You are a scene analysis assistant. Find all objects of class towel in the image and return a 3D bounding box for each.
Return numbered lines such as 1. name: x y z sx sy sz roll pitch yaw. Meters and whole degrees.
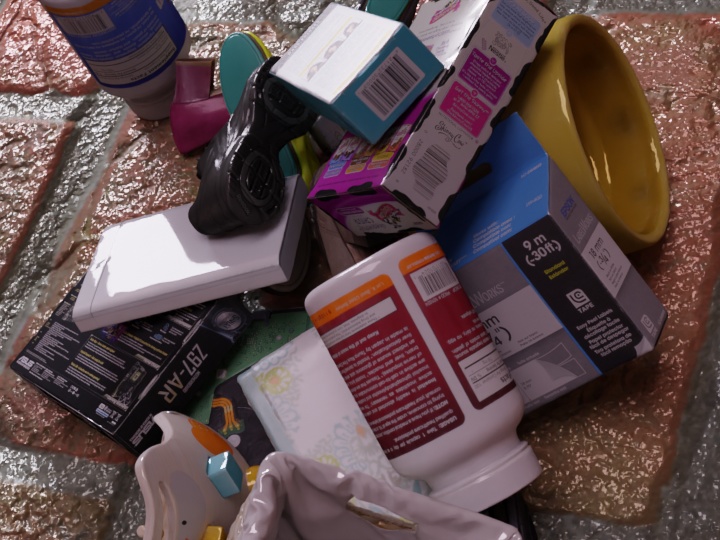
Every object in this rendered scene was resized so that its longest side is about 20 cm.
1. towel: 0.018 0.125 1.203 0.171 0.048 0.200 -31 75 -2

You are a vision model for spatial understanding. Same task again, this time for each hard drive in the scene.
1. hard drive: -0.099 0.128 1.295 0.139 0.038 0.201 -7 56 18
2. hard drive: -0.149 -0.016 1.321 0.199 0.027 0.132 -14 36 18

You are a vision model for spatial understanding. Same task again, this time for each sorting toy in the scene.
1. sorting toy: -0.144 0.209 1.136 0.106 0.180 0.201 8 83 15

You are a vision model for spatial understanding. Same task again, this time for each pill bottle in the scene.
1. pill bottle: -0.239 -0.246 1.507 0.112 0.200 0.112 -11 54 16
2. pill bottle: 0.051 0.082 1.119 0.113 0.113 0.200 -28 87 1

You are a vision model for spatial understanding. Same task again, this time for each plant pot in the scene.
1. plant pot: 0.135 -0.090 1.264 0.188 0.201 0.201 -19 50 29

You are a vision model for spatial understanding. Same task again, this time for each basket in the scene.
1. basket: -0.014 0.261 1.042 0.198 0.161 0.201 19 61 -10

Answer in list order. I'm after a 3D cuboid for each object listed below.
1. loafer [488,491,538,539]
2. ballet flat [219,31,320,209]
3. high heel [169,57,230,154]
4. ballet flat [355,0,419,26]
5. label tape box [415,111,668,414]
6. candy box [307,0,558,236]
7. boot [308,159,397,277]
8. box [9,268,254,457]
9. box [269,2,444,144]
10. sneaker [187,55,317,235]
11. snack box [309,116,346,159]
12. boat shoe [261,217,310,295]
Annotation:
1. loafer: 0.109 0.255 1.103 0.063 0.072 0.201 -19 55 14
2. ballet flat: -0.080 -0.139 1.423 0.067 0.067 0.200 -39 57 28
3. high heel: -0.092 -0.162 1.502 0.199 0.096 0.067 4 15 10
4. ballet flat: 0.008 -0.220 1.451 0.073 0.073 0.200 2 37 23
5. label tape box: 0.120 0.001 1.164 0.144 0.200 0.063 -32 11 36
6. candy box: 0.055 -0.126 1.165 0.200 0.061 0.136 -60 22 -14
7. boot: 0.000 0.000 1.309 0.070 0.201 0.146 -8 14 -16
8. box: -0.210 0.064 1.346 0.200 0.044 0.160 20 68 48
9. box: -0.008 -0.159 1.183 0.082 0.049 0.200 -48 22 0
10. sneaker: -0.103 -0.113 1.325 0.091 0.076 0.200 -23 33 40
11. snack box: 0.029 -0.157 1.352 0.142 0.200 0.053 -38 94 -6
12. boat shoe: -0.093 -0.048 1.412 0.067 0.057 0.200 3 51 -24
